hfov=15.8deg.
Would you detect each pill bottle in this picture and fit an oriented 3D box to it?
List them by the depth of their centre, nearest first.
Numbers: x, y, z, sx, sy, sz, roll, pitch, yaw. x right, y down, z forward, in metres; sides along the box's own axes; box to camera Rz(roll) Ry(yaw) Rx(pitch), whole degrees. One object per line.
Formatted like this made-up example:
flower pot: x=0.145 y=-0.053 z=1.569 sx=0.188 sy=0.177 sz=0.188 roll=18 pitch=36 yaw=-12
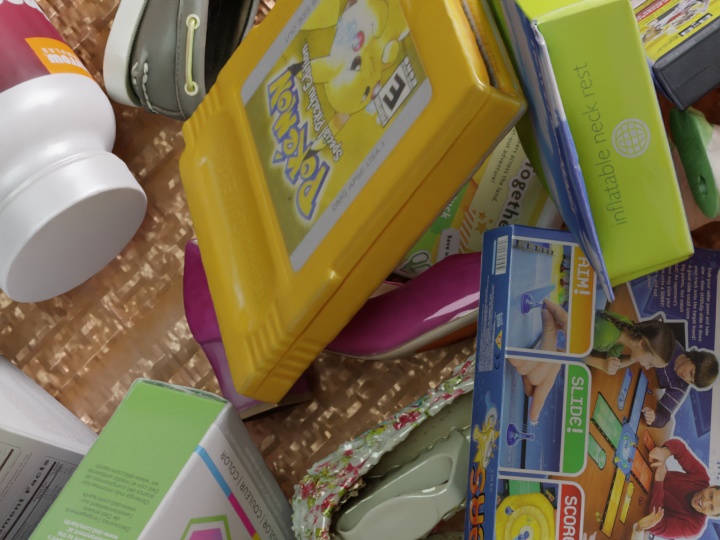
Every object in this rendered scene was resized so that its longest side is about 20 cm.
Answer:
pill bottle: x=-0.196 y=-0.086 z=1.311 sx=0.113 sy=0.113 sz=0.200 roll=-41 pitch=69 yaw=7

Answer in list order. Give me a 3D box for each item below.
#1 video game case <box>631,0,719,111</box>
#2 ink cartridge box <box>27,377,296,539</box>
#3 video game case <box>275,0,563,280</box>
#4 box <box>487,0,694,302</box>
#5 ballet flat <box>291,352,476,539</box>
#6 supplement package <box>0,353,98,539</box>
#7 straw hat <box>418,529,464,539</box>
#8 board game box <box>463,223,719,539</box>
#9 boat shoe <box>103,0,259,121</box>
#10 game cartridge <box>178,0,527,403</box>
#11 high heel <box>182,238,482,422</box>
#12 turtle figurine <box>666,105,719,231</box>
video game case: x=0.197 y=-0.149 z=1.146 sx=0.200 sy=0.181 sz=0.026 roll=-35 pitch=104 yaw=2
ink cartridge box: x=-0.112 y=0.160 z=1.189 sx=0.059 sy=0.104 sz=0.200 roll=13 pitch=56 yaw=33
video game case: x=0.036 y=-0.099 z=1.279 sx=0.182 sy=0.023 sz=0.200 roll=22 pitch=86 yaw=22
box: x=0.093 y=-0.078 z=1.121 sx=0.048 sy=0.200 sz=0.122 roll=-18 pitch=111 yaw=-1
ballet flat: x=0.053 y=0.083 z=1.205 sx=0.200 sy=0.064 sz=0.076 roll=-38 pitch=110 yaw=15
supplement package: x=-0.240 y=0.098 z=1.240 sx=0.152 sy=0.200 sz=0.151 roll=37 pitch=92 yaw=23
straw hat: x=0.034 y=0.212 z=1.180 sx=0.201 sy=0.085 sz=0.202 roll=-4 pitch=77 yaw=19
board game box: x=0.115 y=0.087 z=1.157 sx=0.135 sy=0.034 sz=0.201 roll=7 pitch=82 yaw=-20
boat shoe: x=-0.067 y=-0.172 z=1.306 sx=0.060 sy=0.072 sz=0.202 roll=19 pitch=90 yaw=22
game cartridge: x=-0.013 y=-0.067 z=1.189 sx=0.200 sy=0.032 sz=0.177 roll=-49 pitch=39 yaw=29
high heel: x=0.000 y=0.000 z=1.236 sx=0.200 sy=0.067 sz=0.096 roll=-24 pitch=80 yaw=37
turtle figurine: x=0.219 y=-0.094 z=1.137 sx=0.193 sy=0.200 sz=0.144 roll=-16 pitch=29 yaw=-10
